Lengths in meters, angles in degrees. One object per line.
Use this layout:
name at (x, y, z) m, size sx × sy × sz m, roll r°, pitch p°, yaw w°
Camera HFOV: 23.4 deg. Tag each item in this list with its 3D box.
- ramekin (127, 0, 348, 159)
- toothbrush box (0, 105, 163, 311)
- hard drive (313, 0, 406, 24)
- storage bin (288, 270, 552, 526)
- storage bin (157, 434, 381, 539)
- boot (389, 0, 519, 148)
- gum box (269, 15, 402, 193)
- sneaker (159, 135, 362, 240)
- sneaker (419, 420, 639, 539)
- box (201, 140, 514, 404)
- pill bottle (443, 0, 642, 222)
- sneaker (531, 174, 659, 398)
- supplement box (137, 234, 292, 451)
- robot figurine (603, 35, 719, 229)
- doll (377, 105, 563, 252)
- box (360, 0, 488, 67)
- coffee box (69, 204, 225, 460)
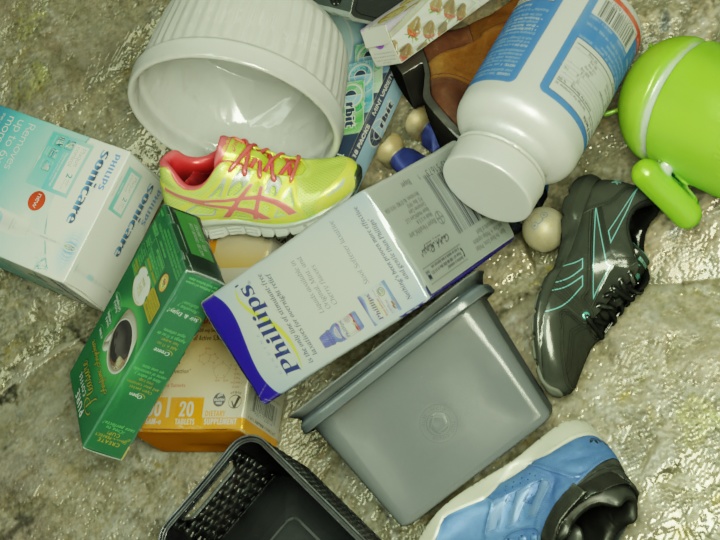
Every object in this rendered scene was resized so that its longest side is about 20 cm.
ramekin at (-0.103, -0.179, 1.583) m, size 0.198 × 0.200 × 0.106 m, roll 1°, pitch 60°, yaw 26°
toothbrush box at (-0.315, -0.065, 1.750) m, size 0.199 × 0.085 × 0.147 m, roll 21°, pitch 79°, yaw 30°
hard drive at (-0.036, -0.264, 1.656) m, size 0.199 × 0.139 × 0.033 m, roll 22°, pitch 103°, yaw 38°
storage bin at (0.062, 0.114, 1.470) m, size 0.199 × 0.146 × 0.135 m, roll -37°, pitch 85°, yaw 6°
storage bin at (-0.059, 0.254, 1.481) m, size 0.135 × 0.094 × 0.200 m, roll -49°, pitch 58°, yaw -1°
boot at (0.147, -0.179, 1.569) m, size 0.199 × 0.069 × 0.189 m, roll -26°, pitch 39°, yaw -4°
gum box at (-0.063, -0.170, 1.696) m, size 0.199 × 0.045 × 0.171 m, roll 18°, pitch 78°, yaw 31°
sneaker at (-0.096, -0.082, 1.570) m, size 0.198 × 0.091 × 0.078 m, roll -9°, pitch 33°, yaw 17°
sneaker at (0.135, 0.219, 1.403) m, size 0.199 × 0.077 × 0.111 m, roll -37°, pitch 40°, yaw 0°
box at (0.000, 0.000, 1.471) m, size 0.199 × 0.184 × 0.105 m, roll -33°, pitch 89°, yaw 32°
pill bottle at (0.147, -0.143, 1.449) m, size 0.111 × 0.113 × 0.201 m, roll 17°, pitch 62°, yaw 30°
sneaker at (0.198, 0.012, 1.472) m, size 0.079 × 0.075 × 0.202 m, roll 8°, pitch 72°, yaw 26°
supplement box at (-0.132, 0.062, 1.611) m, size 0.125 × 0.074 × 0.202 m, roll -3°, pitch 67°, yaw 25°
robot figurine at (0.302, -0.124, 1.456) m, size 0.199 × 0.116 × 0.176 m, roll 30°, pitch 77°, yaw 33°
doll at (0.106, -0.071, 1.567) m, size 0.199 × 0.049 × 0.137 m, roll 34°, pitch 74°, yaw 33°
box at (0.082, -0.251, 1.601) m, size 0.200 × 0.039 × 0.041 m, roll -38°, pitch 23°, yaw -31°
coffee box at (-0.194, 0.055, 1.552) m, size 0.201 × 0.044 × 0.123 m, roll -59°, pitch 29°, yaw 19°
